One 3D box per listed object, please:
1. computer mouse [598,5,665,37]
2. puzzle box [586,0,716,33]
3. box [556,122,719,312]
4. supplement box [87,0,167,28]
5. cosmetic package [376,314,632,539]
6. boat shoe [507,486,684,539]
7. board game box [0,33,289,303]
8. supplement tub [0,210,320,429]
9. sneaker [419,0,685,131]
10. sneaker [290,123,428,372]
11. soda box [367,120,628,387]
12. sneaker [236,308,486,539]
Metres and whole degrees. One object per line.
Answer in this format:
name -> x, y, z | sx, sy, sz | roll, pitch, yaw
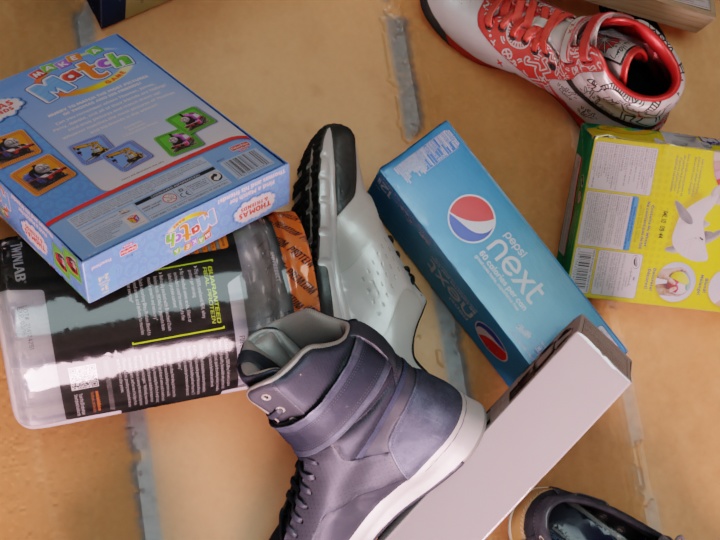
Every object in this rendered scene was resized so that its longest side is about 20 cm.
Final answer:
computer mouse -> 0.176, -0.240, 1.154 | 0.058, 0.034, 0.202 | -18, 84, -34
puzzle box -> 0.169, -0.257, 1.113 | 0.198, 0.025, 0.135 | 10, 65, -28
box -> 0.243, -0.033, 1.077 | 0.197, 0.048, 0.119 | 7, 107, -6
supplement box -> -0.113, -0.293, 1.025 | 0.198, 0.200, 0.135 | -26, 82, -14
cosmetic package -> 0.088, 0.120, 0.978 | 0.051, 0.083, 0.200 | 42, 101, 5
boat shoe -> 0.190, 0.209, 1.027 | 0.199, 0.062, 0.075 | 33, 72, -2
board game box -> -0.163, -0.073, 0.978 | 0.150, 0.037, 0.200 | -28, 48, -28
supplement tub -> -0.131, 0.025, 0.985 | 0.197, 0.123, 0.124 | -9, 78, -11
sneaker -> 0.138, -0.167, 1.085 | 0.201, 0.108, 0.067 | 37, 73, 1
sneaker -> 0.000, 0.000, 1.046 | 0.079, 0.074, 0.203 | -5, 85, -15
soda box -> 0.090, 0.001, 1.056 | 0.064, 0.068, 0.201 | -35, 84, -16
sneaker -> -0.041, 0.116, 0.951 | 0.146, 0.077, 0.203 | 36, 108, -23
